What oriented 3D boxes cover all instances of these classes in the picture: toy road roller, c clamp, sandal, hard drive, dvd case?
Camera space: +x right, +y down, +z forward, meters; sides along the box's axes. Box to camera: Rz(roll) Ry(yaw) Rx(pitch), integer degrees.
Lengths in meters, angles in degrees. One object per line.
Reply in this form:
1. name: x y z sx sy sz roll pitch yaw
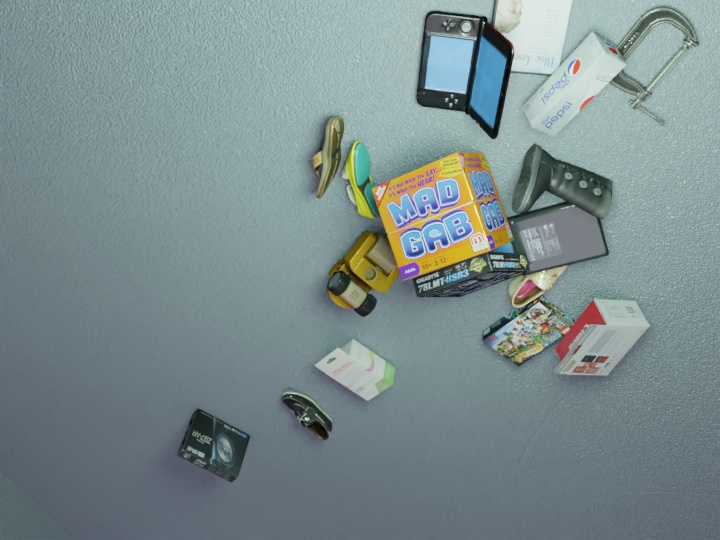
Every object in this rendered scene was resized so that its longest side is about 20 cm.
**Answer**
1. toy road roller: 0.000 0.000 1.844 0.123 0.146 0.201 39 90 -22
2. c clamp: 0.560 -0.393 1.431 0.169 0.027 0.201 25 133 -4
3. sandal: -0.078 -0.252 1.650 0.054 0.080 0.201 21 132 13
4. hard drive: 0.442 -0.077 1.697 0.198 0.033 0.141 -14 106 23
5. dvd case: 0.317 -0.464 1.417 0.141 0.018 0.201 6 132 5

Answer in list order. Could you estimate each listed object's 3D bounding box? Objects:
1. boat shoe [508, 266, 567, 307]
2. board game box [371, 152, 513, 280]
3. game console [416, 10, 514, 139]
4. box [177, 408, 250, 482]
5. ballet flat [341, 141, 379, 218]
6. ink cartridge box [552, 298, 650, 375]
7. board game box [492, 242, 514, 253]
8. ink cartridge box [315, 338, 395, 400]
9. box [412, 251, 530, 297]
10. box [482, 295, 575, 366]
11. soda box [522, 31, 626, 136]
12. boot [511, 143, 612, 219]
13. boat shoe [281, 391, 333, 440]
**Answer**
1. boat shoe: 0.429 0.021 1.788 0.073 0.070 0.200 29 130 -15
2. board game box: 0.176 -0.116 1.579 0.198 0.200 0.202 -20 90 26
3. game console: 0.195 -0.374 1.453 0.170 0.119 0.201 8 132 4
4. box: -0.459 0.550 2.375 0.199 0.161 0.044 33 129 -17
5. ballet flat: -0.006 -0.200 1.690 0.066 0.067 0.201 10 138 31
6. ink cartridge box: 0.568 0.165 1.842 0.174 0.084 0.201 4 135 -22
7. board game box: 0.264 -0.043 1.788 0.199 0.039 0.159 -22 119 26
8. ink cartridge box: -0.015 0.267 2.097 0.199 0.068 0.117 36 129 -21
9. box: 0.249 0.011 1.685 0.199 0.050 0.198 -22 168 35
10. box: 0.429 0.154 1.928 0.136 0.038 0.200 34 129 -18
11. soda box: 0.408 -0.354 1.453 0.068 0.064 0.200 13 137 -33
12. boot: 0.426 -0.155 1.579 0.198 0.166 0.066 26 159 -12
13. boat shoe: -0.160 0.436 2.278 0.071 0.068 0.200 -29 119 33
